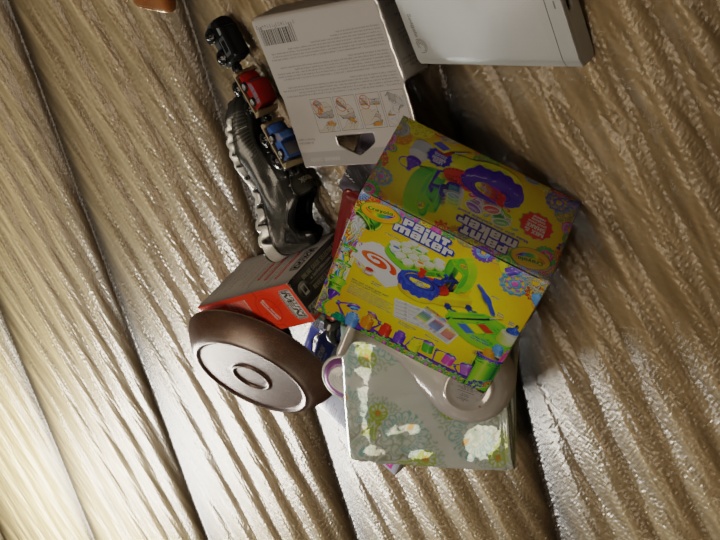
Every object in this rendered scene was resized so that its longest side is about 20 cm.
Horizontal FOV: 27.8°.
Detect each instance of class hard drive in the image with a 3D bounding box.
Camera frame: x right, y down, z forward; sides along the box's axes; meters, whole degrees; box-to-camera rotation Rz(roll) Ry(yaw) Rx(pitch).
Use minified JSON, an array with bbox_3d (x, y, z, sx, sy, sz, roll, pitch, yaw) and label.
[{"bbox_3d":[0.114,-0.253,1.356,0.199,0.027,0.133,9,133,44],"label":"hard drive"}]

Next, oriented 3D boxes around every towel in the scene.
[{"bbox_3d":[0.077,0.138,1.609,0.198,0.048,0.173,2,110,13],"label":"towel"}]

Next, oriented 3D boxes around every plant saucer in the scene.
[{"bbox_3d":[-0.129,0.120,1.789,0.199,0.035,0.201,21,151,12],"label":"plant saucer"}]

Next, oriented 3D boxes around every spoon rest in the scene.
[{"bbox_3d":[0.072,0.097,1.548,0.199,0.061,0.100,23,110,-10],"label":"spoon rest"}]

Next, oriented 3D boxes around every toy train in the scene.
[{"bbox_3d":[-0.116,-0.199,1.635,0.201,0.034,0.046,62,144,7],"label":"toy train"}]

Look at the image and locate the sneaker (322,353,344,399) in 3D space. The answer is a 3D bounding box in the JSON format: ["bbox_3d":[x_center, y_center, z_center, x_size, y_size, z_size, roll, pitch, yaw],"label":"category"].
[{"bbox_3d":[0.060,0.118,1.688,0.198,0.100,0.076,12,110,15],"label":"sneaker"}]

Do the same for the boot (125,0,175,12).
[{"bbox_3d":[-0.228,-0.357,1.620,0.199,0.076,0.156,25,133,37],"label":"boot"}]

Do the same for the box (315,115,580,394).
[{"bbox_3d":[0.085,-0.013,1.460,0.199,0.122,0.193,27,139,2],"label":"box"}]

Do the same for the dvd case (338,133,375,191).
[{"bbox_3d":[0.068,-0.073,1.569,0.200,0.016,0.149,44,142,14],"label":"dvd case"}]

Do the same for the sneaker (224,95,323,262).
[{"bbox_3d":[-0.093,-0.111,1.680,0.090,0.066,0.202,-9,104,33],"label":"sneaker"}]

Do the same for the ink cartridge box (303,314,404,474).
[{"bbox_3d":[-0.005,0.150,1.805,0.200,0.042,0.120,42,141,19],"label":"ink cartridge box"}]

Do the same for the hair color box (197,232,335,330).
[{"bbox_3d":[-0.100,0.023,1.751,0.199,0.102,0.061,-15,116,52],"label":"hair color box"}]

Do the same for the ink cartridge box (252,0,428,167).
[{"bbox_3d":[-0.012,-0.201,1.533,0.199,0.045,0.177,2,118,48],"label":"ink cartridge box"}]

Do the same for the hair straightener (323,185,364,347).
[{"bbox_3d":[0.000,0.000,1.627,0.041,0.077,0.202,19,113,32],"label":"hair straightener"}]
